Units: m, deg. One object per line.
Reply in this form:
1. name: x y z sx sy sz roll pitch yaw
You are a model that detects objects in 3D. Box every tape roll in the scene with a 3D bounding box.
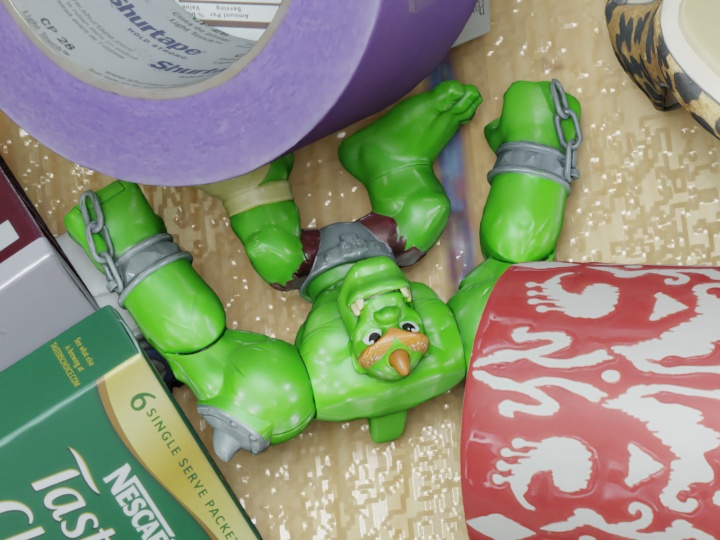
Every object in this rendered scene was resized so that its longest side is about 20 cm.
1. tape roll: -0.058 -0.135 0.926 0.199 0.085 0.201 10 111 29

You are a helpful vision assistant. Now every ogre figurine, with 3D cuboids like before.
1. ogre figurine: 0.000 0.000 1.028 0.199 0.098 0.120 -9 72 -28

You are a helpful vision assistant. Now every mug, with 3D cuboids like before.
1. mug: 0.139 0.078 0.872 0.199 0.133 0.178 5 76 20

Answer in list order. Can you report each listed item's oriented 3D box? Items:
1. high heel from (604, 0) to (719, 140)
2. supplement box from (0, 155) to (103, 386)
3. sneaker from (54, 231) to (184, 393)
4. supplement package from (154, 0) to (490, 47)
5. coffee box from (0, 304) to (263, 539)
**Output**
1. high heel: 0.138 -0.063 0.954 0.071 0.143 0.200 -18 48 -3
2. supplement box: -0.192 -0.022 1.056 0.109 0.061 0.200 -35 51 -2
3. sneaker: -0.163 0.038 1.084 0.200 0.075 0.087 -22 62 3
4. supplement package: -0.025 -0.180 1.011 0.109 0.114 0.201 5 108 29
5. coffee box: -0.145 0.115 1.010 0.200 0.123 0.044 -32 35 -6
